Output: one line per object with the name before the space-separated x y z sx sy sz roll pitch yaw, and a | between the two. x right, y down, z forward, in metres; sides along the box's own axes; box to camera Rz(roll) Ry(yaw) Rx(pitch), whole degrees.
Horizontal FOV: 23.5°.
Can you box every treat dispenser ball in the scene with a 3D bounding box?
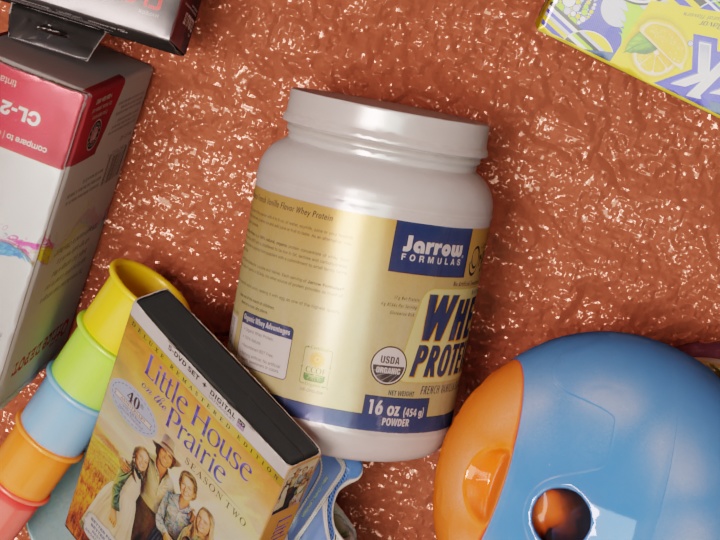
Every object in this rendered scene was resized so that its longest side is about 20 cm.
treat dispenser ball | 0.141 0.136 1.005 0.199 0.201 0.203 1 104 5

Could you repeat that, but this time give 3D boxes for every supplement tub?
supplement tub | 0.000 0.000 1.035 0.143 0.144 0.202 11 98 3

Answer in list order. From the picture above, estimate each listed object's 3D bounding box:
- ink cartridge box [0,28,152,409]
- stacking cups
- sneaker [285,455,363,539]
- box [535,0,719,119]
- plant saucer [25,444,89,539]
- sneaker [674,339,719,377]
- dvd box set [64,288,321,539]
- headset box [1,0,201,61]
ink cartridge box | -0.208 -0.037 1.051 0.082 0.146 0.201 21 105 2
stacking cups | -0.187 0.085 1.087 0.060 0.061 0.200 38 106 -4
sneaker | -0.039 0.194 1.087 0.076 0.076 0.202 0 115 -6
box | 0.207 -0.133 1.029 0.199 0.064 0.070 25 105 -1
plant saucer | -0.123 0.141 1.142 0.199 0.039 0.203 2 104 6
sneaker | 0.268 0.065 1.073 0.199 0.090 0.076 -2 114 33
dvd box set | -0.105 0.131 1.033 0.146 0.029 0.201 44 132 25
headset box | -0.153 -0.225 1.014 0.147 0.075 0.202 17 90 1
